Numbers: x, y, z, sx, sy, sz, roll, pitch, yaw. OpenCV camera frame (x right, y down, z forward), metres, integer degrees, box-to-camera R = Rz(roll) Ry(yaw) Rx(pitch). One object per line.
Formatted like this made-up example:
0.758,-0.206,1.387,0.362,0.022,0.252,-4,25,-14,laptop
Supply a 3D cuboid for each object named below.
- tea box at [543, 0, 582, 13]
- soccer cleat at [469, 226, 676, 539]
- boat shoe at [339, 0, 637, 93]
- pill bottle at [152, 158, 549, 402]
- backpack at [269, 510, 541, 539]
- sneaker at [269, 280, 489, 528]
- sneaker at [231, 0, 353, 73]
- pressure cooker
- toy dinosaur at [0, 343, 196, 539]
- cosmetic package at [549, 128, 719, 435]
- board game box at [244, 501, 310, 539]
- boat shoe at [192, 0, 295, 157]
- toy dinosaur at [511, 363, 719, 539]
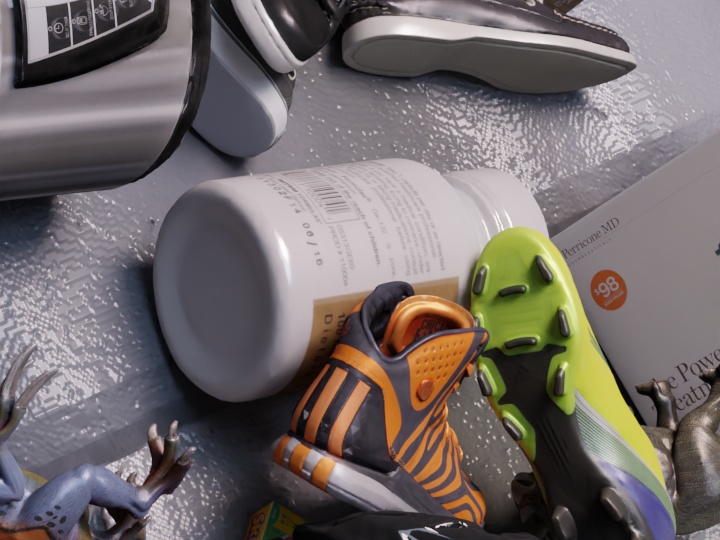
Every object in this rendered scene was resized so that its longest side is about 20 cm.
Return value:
0.085,-0.289,1.702,0.196,0.133,0.201,29,52,-23,tea box
0.111,0.071,1.482,0.084,0.064,0.201,-29,98,-65,soccer cleat
0.074,-0.145,1.662,0.199,0.074,0.061,3,69,-27,boat shoe
0.000,0.000,1.493,0.199,0.114,0.115,-9,72,-40,pill bottle
0.039,0.223,1.364,0.166,0.126,0.201,13,66,-34,backpack
0.035,0.074,1.437,0.077,0.112,0.200,27,-2,24,sneaker
-0.007,-0.186,1.542,0.073,0.111,0.200,56,19,-22,sneaker
-0.193,-0.115,1.368,0.199,0.180,0.176,-7,31,-39,pressure cooker
-0.168,0.106,1.315,0.181,0.105,0.201,-6,72,-36,toy dinosaur
0.221,-0.001,1.604,0.052,0.200,0.151,-19,78,-56,cosmetic package
0.017,0.209,1.455,0.200,0.030,0.096,34,50,-21,board game box
-0.103,-0.149,1.513,0.200,0.068,0.057,54,39,-27,boat shoe
0.166,0.109,1.571,0.199,0.077,0.103,-3,74,-15,toy dinosaur
